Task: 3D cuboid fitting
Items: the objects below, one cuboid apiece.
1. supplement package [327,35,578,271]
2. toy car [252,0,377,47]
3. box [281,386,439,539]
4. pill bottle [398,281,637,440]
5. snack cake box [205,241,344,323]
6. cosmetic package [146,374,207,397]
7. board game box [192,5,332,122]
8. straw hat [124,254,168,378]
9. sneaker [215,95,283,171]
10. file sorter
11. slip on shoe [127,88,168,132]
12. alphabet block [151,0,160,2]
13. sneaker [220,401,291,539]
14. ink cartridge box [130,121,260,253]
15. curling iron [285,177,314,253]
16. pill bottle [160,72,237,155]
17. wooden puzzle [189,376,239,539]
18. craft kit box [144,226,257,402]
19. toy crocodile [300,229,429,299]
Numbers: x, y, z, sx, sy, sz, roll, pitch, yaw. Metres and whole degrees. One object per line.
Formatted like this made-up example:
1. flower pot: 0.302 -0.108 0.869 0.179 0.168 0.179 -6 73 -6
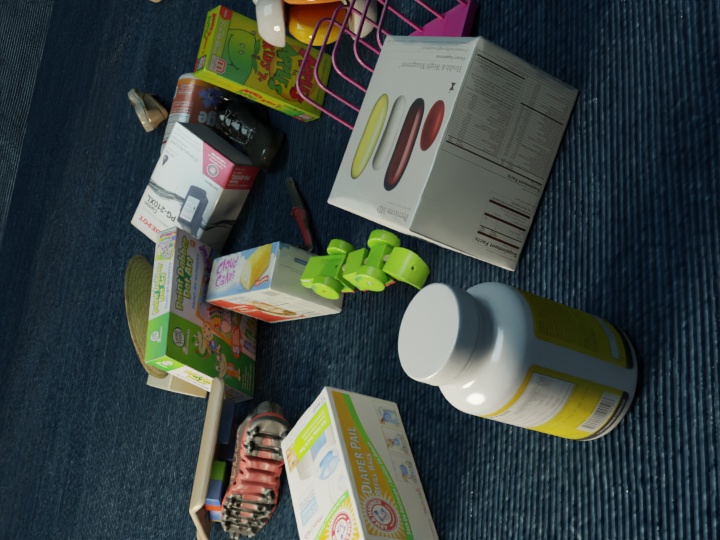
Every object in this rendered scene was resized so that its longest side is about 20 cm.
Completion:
1. supplement package: 0.093 -0.131 1.065 0.191 0.146 0.202 22 93 59
2. toy car: -0.071 -0.423 1.420 0.151 0.173 0.201 89 170 -47
3. box: -0.004 0.245 1.079 0.113 0.101 0.201 -52 36 31
4. pill bottle: 0.134 0.074 0.845 0.112 0.198 0.113 -32 49 46
5. snack cake box: -0.118 0.020 1.363 0.199 0.114 0.068 -11 65 55
6. cosmetic package: -0.281 0.101 1.626 0.105 0.071 0.202 1 76 57
7. board game box: -0.143 -0.308 1.483 0.047 0.198 0.103 -3 72 57
8. straw hat: -0.277 0.063 1.482 0.201 0.084 0.204 -10 -90 -84
9. sneaker: -0.190 -0.229 1.627 0.076 0.090 0.200 -60 34 16
10. file sorter: 0.026 -0.276 1.247 0.199 0.125 0.140 -16 52 55
11. slip on shoe: -0.467 -0.362 2.176 0.060 0.077 0.200 -29 26 -5
12. alphabet block: -0.496 -0.768 2.293 0.199 0.194 0.199 -1 73 59
13. sneaker: -0.140 0.263 1.325 0.098 0.070 0.202 -103 28 -66
14. ink cartridge box: -0.280 -0.126 1.668 0.144 0.084 0.201 36 109 22
15. curling iron: -0.096 -0.075 1.452 0.049 0.026 0.201 -29 43 15
16. pill bottle: -0.297 -0.244 1.787 0.112 0.111 0.203 0 76 58
17. wooden puzzle: -0.199 0.271 1.385 0.201 0.046 0.187 103 174 -61
18. craft kit box: -0.225 0.067 1.434 0.048 0.197 0.202 -17 59 30
19. toy crocodile: 0.000 0.000 1.207 0.199 0.062 0.068 -9 52 46
